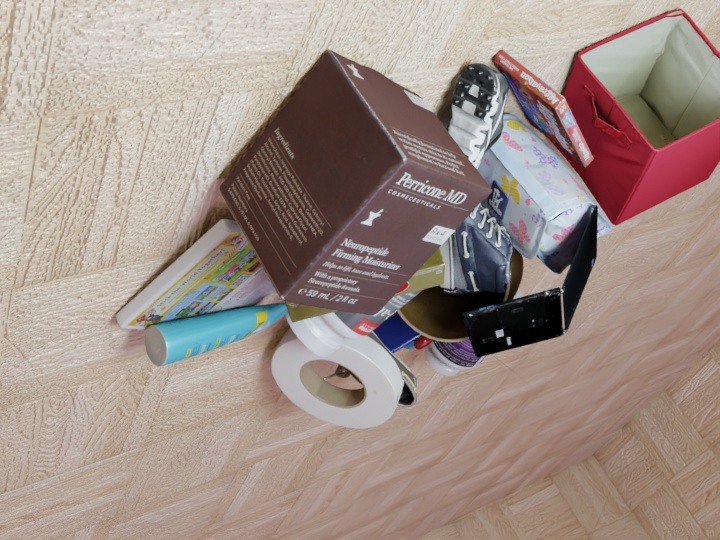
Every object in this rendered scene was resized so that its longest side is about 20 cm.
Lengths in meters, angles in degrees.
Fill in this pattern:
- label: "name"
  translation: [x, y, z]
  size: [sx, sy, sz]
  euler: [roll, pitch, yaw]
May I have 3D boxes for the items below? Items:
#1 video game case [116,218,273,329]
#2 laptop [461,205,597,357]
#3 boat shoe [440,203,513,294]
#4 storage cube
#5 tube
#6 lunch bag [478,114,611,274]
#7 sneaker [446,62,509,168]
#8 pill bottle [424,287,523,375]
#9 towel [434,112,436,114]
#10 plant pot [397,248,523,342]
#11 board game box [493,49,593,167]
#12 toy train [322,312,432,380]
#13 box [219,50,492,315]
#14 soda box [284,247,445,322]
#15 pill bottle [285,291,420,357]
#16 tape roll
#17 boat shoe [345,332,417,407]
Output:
- label: "video game case"
  translation: [-0.170, 0.013, 1.202]
  size: [0.199, 0.023, 0.181]
  euler: [-38, 156, 25]
- label: "laptop"
  translation: [0.227, 0.020, 1.293]
  size: [0.198, 0.104, 0.177]
  euler: [-15, 155, 7]
- label: "boat shoe"
  translation: [0.150, -0.062, 1.267]
  size: [0.075, 0.092, 0.202]
  euler: [-51, 141, -55]
- label: "storage cube"
  translation: [0.377, -0.200, 1.304]
  size: [0.198, 0.172, 0.180]
  euler: [-26, 156, -16]
- label: "tube"
  translation: [-0.176, 0.074, 1.248]
  size: [0.199, 0.051, 0.077]
  euler: [-13, 168, -42]
- label: "lunch bag"
  translation: [0.224, -0.102, 1.302]
  size: [0.127, 0.170, 0.200]
  euler: [-41, 157, 9]
- label: "sneaker"
  translation: [0.129, -0.153, 1.186]
  size: [0.090, 0.066, 0.202]
  euler: [-19, 137, -55]
- label: "pill bottle"
  translation: [0.189, 0.093, 1.691]
  size: [0.112, 0.113, 0.201]
  euler: [-10, 148, -40]
- label: "towel"
  translation: [0.013, -0.106, 1.221]
  size: [0.199, 0.022, 0.147]
  euler: [-29, 155, -8]
- label: "plant pot"
  translation: [0.161, -0.002, 1.430]
  size: [0.186, 0.187, 0.199]
  euler: [-43, 165, 23]
- label: "board game box"
  translation: [0.229, -0.195, 1.214]
  size: [0.019, 0.103, 0.200]
  euler: [-48, 154, 4]
- label: "toy train"
  translation: [0.022, 0.130, 1.612]
  size: [0.199, 0.085, 0.116]
  euler: [-30, 169, -5]
- label: "box"
  translation: [-0.008, -0.085, 1.039]
  size: [0.200, 0.165, 0.165]
  euler: [-47, 147, 23]
- label: "soda box"
  translation: [0.000, 0.000, 1.201]
  size: [0.198, 0.068, 0.064]
  euler: [-15, 158, -2]
- label: "pill bottle"
  translation: [0.000, 0.020, 1.324]
  size: [0.200, 0.116, 0.116]
  euler: [-40, 155, 16]
- label: "tape roll"
  translation: [-0.035, 0.157, 1.465]
  size: [0.037, 0.201, 0.204]
  euler: [-65, -178, -42]
- label: "boat shoe"
  translation: [0.012, 0.139, 1.506]
  size: [0.072, 0.060, 0.200]
  euler: [-45, 114, 9]
